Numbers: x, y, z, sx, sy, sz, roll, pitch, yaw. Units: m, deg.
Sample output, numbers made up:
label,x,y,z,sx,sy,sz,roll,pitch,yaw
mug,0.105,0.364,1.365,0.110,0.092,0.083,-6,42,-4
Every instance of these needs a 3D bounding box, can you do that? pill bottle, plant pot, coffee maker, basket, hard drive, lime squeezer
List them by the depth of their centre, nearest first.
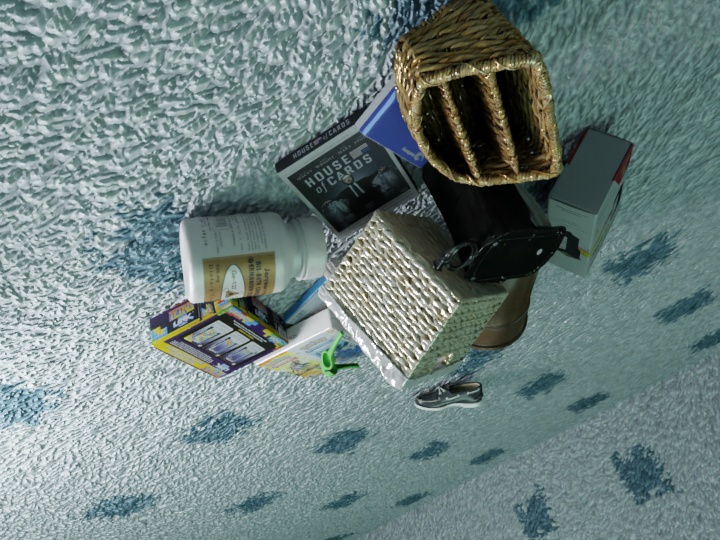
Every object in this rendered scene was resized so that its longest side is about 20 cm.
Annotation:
label,x,y,z,sx,sy,sz,roll,pitch,yaw
basket,0.129,-0.177,0.698,0.140,0.151,0.201,-31,145,5
hard drive,0.101,-0.230,0.765,0.130,0.026,0.200,17,125,-45
coffee maker,0.164,-0.101,0.851,0.189,0.204,0.135,12,135,-41
pill bottle,-0.152,-0.023,0.867,0.194,0.117,0.116,-7,147,-21
basket,0.083,0.038,0.900,0.196,0.201,0.162,-2,133,-56
plant pot,0.222,-0.004,1.051,0.194,0.203,0.201,-10,140,-16
lime squeezer,-0.047,0.175,1.180,0.068,0.039,0.201,-15,152,1

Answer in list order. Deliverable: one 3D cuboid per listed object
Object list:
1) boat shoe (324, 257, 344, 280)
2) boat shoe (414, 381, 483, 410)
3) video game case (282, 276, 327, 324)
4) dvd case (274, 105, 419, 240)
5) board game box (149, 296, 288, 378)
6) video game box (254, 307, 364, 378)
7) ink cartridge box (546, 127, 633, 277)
label,x,y,z,sx,sy,sz,roll,pitch,yaw
boat shoe,0.000,0.000,1.037,0.069,0.071,0.199,-43,157,16
boat shoe,0.246,0.346,1.702,0.193,0.076,0.062,-6,109,-6
video game case,-0.032,0.068,1.166,0.197,0.018,0.143,15,133,-43
dvd case,-0.012,-0.130,0.874,0.148,0.025,0.200,-29,148,11
board game box,-0.242,0.108,1.069,0.162,0.058,0.200,-25,148,10
video game box,-0.082,0.150,1.209,0.197,0.048,0.181,-28,147,26
ink cartridge box,0.375,-0.107,1.012,0.148,0.081,0.201,-57,153,-17
